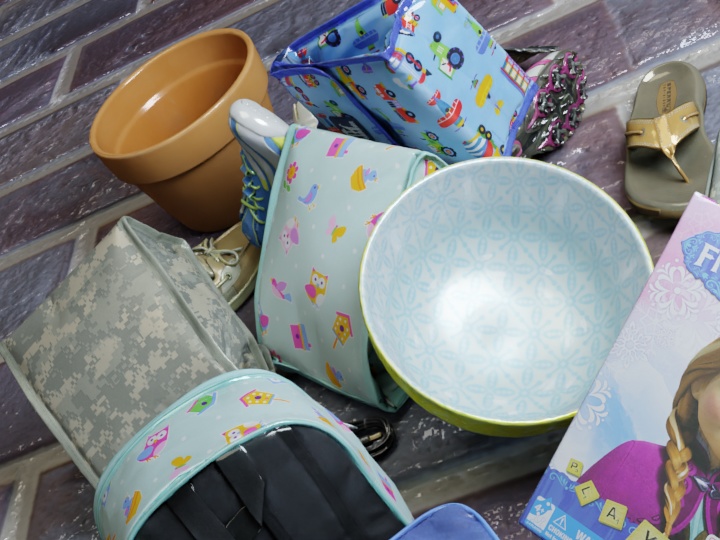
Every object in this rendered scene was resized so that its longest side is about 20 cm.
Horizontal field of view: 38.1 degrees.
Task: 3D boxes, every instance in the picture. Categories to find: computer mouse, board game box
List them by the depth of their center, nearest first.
[{"bbox_3d":[0.209,0.096,0.517,0.199,0.041,0.202,31,101,27],"label":"board game box"},{"bbox_3d":[-0.065,0.159,0.790,0.198,0.034,0.059,-30,36,4],"label":"computer mouse"}]

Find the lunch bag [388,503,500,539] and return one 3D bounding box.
[{"bbox_3d":[0.059,0.232,0.534,0.135,0.133,0.200,-38,37,-7],"label":"lunch bag"}]

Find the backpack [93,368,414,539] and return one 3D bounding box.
[{"bbox_3d":[-0.065,0.162,0.648,0.175,0.201,0.153,-36,36,-4],"label":"backpack"}]

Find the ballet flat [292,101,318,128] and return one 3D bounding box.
[{"bbox_3d":[-0.036,-0.175,1.106,0.067,0.076,0.202,-7,45,29],"label":"ballet flat"}]

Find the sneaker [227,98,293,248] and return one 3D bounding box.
[{"bbox_3d":[-0.077,-0.071,0.942,0.076,0.200,0.106,39,91,33],"label":"sneaker"}]

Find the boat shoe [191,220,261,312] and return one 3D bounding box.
[{"bbox_3d":[-0.163,0.019,0.993,0.201,0.063,0.073,-47,39,-17],"label":"boat shoe"}]

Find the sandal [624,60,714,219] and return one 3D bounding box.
[{"bbox_3d":[0.249,-0.115,0.846,0.079,0.054,0.202,-13,41,25],"label":"sandal"}]

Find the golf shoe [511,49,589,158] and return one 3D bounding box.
[{"bbox_3d":[0.131,-0.125,0.929,0.091,0.073,0.201,10,55,44],"label":"golf shoe"}]

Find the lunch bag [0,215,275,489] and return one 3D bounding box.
[{"bbox_3d":[-0.171,0.087,0.856,0.164,0.117,0.201,-43,66,9],"label":"lunch bag"}]

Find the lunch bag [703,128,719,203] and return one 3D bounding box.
[{"bbox_3d":[0.288,0.010,0.617,0.165,0.140,0.202,5,49,26],"label":"lunch bag"}]

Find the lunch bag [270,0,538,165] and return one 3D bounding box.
[{"bbox_3d":[0.023,-0.150,0.888,0.199,0.150,0.095,-6,53,52],"label":"lunch bag"}]

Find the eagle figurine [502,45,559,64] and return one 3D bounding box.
[{"bbox_3d":[0.078,-0.203,1.027,0.150,0.153,0.200,-17,52,-42],"label":"eagle figurine"}]

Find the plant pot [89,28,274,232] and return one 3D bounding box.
[{"bbox_3d":[-0.167,-0.137,1.107,0.197,0.141,0.202,-20,38,17],"label":"plant pot"}]

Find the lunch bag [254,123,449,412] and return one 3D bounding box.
[{"bbox_3d":[0.000,0.000,0.844,0.169,0.121,0.203,18,92,46],"label":"lunch bag"}]

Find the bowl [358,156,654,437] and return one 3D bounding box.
[{"bbox_3d":[0.098,0.034,0.727,0.196,0.108,0.203,-1,59,2],"label":"bowl"}]
